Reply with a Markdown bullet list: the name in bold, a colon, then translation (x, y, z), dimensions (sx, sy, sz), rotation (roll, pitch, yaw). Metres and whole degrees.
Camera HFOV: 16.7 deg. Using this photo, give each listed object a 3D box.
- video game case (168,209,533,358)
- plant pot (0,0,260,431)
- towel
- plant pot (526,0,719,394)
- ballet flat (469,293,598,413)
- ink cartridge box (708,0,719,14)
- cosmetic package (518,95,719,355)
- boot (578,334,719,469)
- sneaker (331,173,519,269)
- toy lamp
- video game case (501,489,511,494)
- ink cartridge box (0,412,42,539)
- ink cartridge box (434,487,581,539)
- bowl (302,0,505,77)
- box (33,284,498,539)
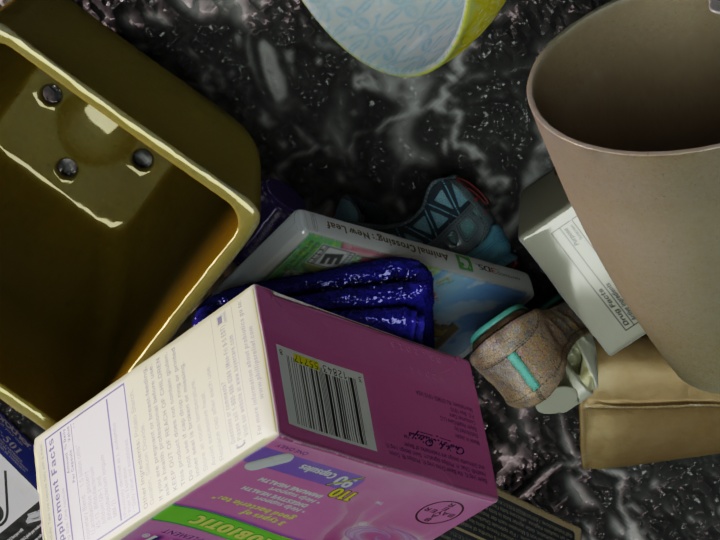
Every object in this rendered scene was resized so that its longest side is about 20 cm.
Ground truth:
- **video game case**: translation (-0.022, 0.045, 1.505), dimensions (0.181, 0.022, 0.200), rotation (15, 136, -36)
- **plant pot**: translation (-0.178, -0.054, 1.489), dimensions (0.194, 0.200, 0.196), rotation (35, 111, -9)
- **towel**: translation (-0.022, 0.073, 1.482), dimensions (0.147, 0.050, 0.200), rotation (-12, 147, -4)
- **plant pot**: translation (0.204, -0.036, 1.391), dimensions (0.186, 0.188, 0.201), rotation (-9, 124, 9)
- **ballet flat**: translation (0.112, 0.057, 1.505), dimensions (0.068, 0.200, 0.067), rotation (-40, 82, 15)
- **ink cartridge box**: translation (0.249, -0.203, 1.382), dimensions (0.114, 0.200, 0.068), rotation (1, 113, 5)
- **cosmetic package**: translation (0.206, -0.052, 1.512), dimensions (0.200, 0.087, 0.104), rotation (-33, 107, 17)
- **boot**: translation (0.237, 0.050, 1.566), dimensions (0.199, 0.066, 0.176), rotation (-1, 113, 7)
- **sneaker**: translation (0.000, 0.000, 1.575), dimensions (0.199, 0.079, 0.096), rotation (-24, 87, 15)
- **toy lamp**: translation (-0.105, 0.023, 1.594), dimensions (0.058, 0.058, 0.200), rotation (37, 113, -10)
- **video game case**: translation (-0.007, 0.170, 1.629), dimensions (0.199, 0.018, 0.144), rotation (11, 145, 1)
- **ink cartridge box**: translation (-0.294, 0.190, 1.689), dimensions (0.200, 0.044, 0.094), rotation (-39, 103, 20)
- **ink cartridge box**: translation (0.016, 0.195, 1.558), dimensions (0.164, 0.075, 0.199), rotation (28, 142, -36)
- **bowl**: translation (0.037, -0.225, 1.432), dimensions (0.107, 0.200, 0.201), rotation (-28, 114, -29)
- **box**: translation (-0.056, 0.115, 1.406), dimensions (0.175, 0.097, 0.200), rotation (21, 137, -41)
